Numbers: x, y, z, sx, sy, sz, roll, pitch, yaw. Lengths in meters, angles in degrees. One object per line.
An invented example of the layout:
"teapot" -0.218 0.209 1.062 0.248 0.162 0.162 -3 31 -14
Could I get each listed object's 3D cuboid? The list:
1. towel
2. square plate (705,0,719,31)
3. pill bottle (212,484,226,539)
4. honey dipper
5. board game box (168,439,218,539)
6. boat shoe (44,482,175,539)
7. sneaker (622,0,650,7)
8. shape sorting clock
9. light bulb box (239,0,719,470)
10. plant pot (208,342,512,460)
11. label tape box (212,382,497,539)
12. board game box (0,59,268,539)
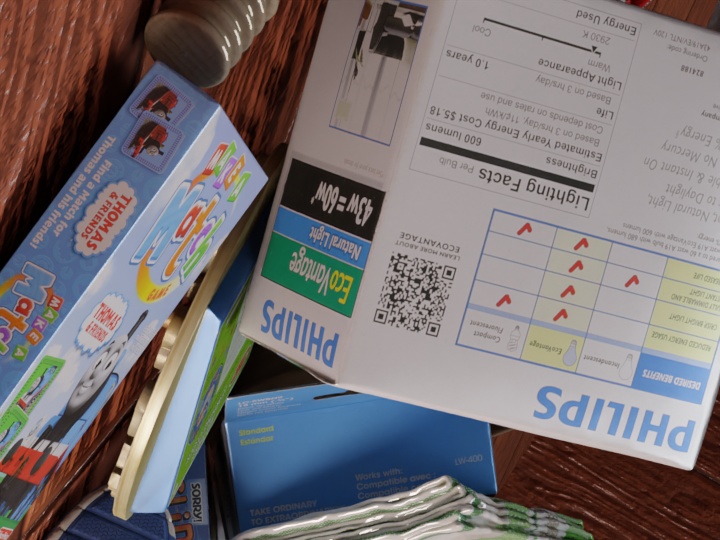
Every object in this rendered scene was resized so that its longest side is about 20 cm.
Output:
"towel" 0.027 0.147 1.541 0.200 0.149 0.031 21 57 -65
"square plate" 0.211 -0.152 1.460 0.200 0.028 0.198 113 2 -76
"pill bottle" -0.062 0.187 1.734 0.111 0.111 0.200 -58 179 -11
"honey dipper" -0.023 -0.148 1.142 0.200 0.038 0.038 -55 170 -37
"board game box" -0.091 0.198 1.500 0.135 0.034 0.200 89 -4 -64
"boat shoe" -0.159 0.198 1.424 0.200 0.072 0.072 -64 -166 -20
"sneaker" 0.143 -0.219 1.576 0.067 0.108 0.201 -9 141 -32
"shape sorting clock" -0.079 0.029 1.385 0.200 0.039 0.200 21 90 -86
"light bulb box" 0.074 -0.033 1.315 0.125 0.198 0.200 24 -81 65
"plant pot" 0.006 0.050 1.632 0.201 0.201 0.093 85 -5 -75
"label tape box" -0.004 0.110 1.546 0.200 0.144 0.063 106 -25 -75
"board game box" -0.116 0.021 1.120 0.200 0.037 0.151 -55 171 -4
